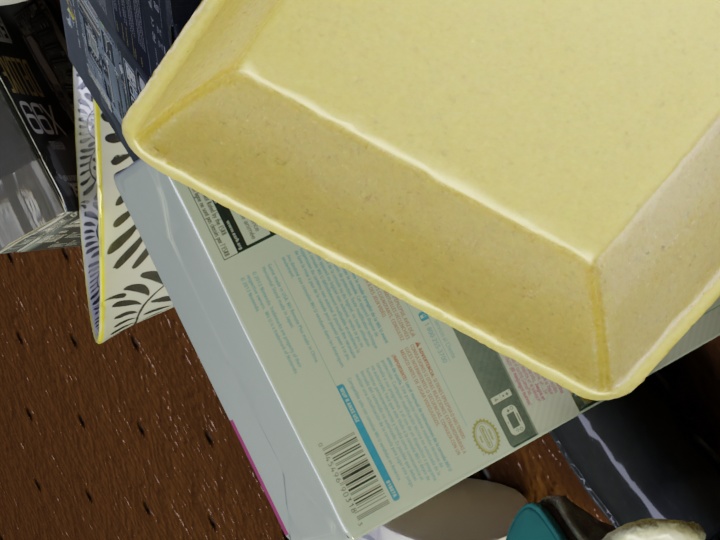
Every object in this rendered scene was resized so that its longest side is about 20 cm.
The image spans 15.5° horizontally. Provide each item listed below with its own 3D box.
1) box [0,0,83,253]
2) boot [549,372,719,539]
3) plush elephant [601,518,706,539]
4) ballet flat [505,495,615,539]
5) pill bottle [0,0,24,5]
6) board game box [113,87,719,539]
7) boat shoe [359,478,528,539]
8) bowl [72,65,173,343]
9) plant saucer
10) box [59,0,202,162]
[{"bbox_3d":[-0.185,-0.090,1.422,0.158,0.050,0.200,62,-171,3],"label":"box"},{"bbox_3d":[0.076,0.033,1.032,0.200,0.066,0.165,59,-171,20],"label":"boot"},{"bbox_3d":[0.152,0.139,0.890,0.155,0.164,0.200,-45,49,25],"label":"plush elephant"},{"bbox_3d":[0.108,0.149,1.065,0.200,0.062,0.068,-108,40,-64],"label":"ballet flat"},{"bbox_3d":[-0.195,-0.243,1.310,0.200,0.119,0.120,58,157,14],"label":"pill bottle"},{"bbox_3d":[0.036,-0.013,0.940,0.148,0.199,0.064,64,158,-2],"label":"board game box"},{"bbox_3d":[0.031,0.141,1.275,0.200,0.072,0.069,-1,102,65],"label":"boat shoe"},{"bbox_3d":[-0.085,-0.069,1.252,0.201,0.094,0.202,176,90,-81],"label":"bowl"},{"bbox_3d":[0.055,-0.074,0.847,0.199,0.049,0.200,28,126,-14],"label":"plant saucer"},{"bbox_3d":[-0.075,-0.126,0.990,0.158,0.051,0.201,-126,25,-46],"label":"box"}]
